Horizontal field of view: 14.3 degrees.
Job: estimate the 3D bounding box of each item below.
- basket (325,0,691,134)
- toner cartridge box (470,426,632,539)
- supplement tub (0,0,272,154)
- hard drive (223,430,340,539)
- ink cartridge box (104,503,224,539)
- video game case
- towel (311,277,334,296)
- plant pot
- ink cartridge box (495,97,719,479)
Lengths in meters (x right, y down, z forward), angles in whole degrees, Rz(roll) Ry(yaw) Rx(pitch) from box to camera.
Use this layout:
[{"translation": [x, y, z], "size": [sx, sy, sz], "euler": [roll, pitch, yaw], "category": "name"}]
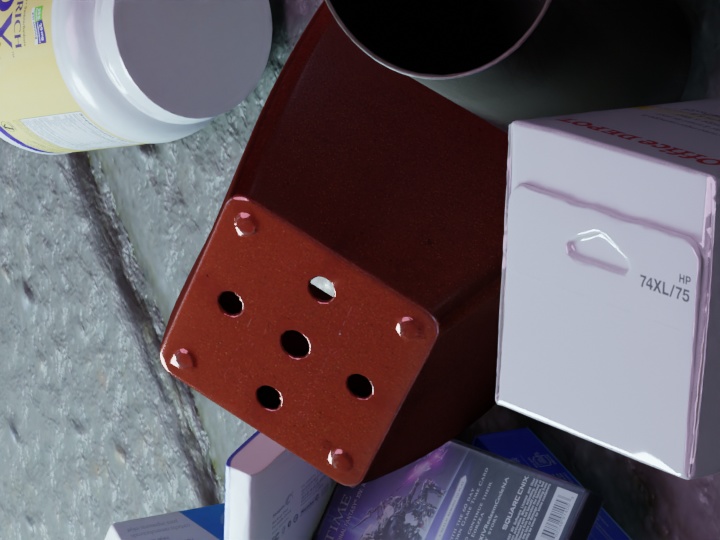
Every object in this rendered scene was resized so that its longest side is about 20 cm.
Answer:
[{"translation": [0.084, -0.140, 1.488], "size": [0.136, 0.200, 0.181], "euler": [-33, 58, 16], "category": "basket"}, {"translation": [0.122, 0.189, 1.648], "size": [0.200, 0.043, 0.095], "euler": [48, 132, 38], "category": "toner cartridge box"}, {"translation": [-0.163, -0.154, 1.888], "size": [0.199, 0.145, 0.147], "euler": [-3, 93, 53], "category": "supplement tub"}, {"translation": [-0.039, 0.166, 1.736], "size": [0.025, 0.132, 0.201], "euler": [21, 128, 25], "category": "hard drive"}, {"translation": [-0.082, 0.251, 1.873], "size": [0.200, 0.116, 0.067], "euler": [55, 135, 31], "category": "ink cartridge box"}, {"translation": [0.042, 0.169, 1.650], "size": [0.200, 0.019, 0.144], "euler": [17, 82, 51], "category": "video game case"}, {"translation": [-0.009, 0.060, 1.811], "size": [0.132, 0.034, 0.201], "euler": [-18, 83, 51], "category": "towel"}, {"translation": [0.000, 0.000, 1.602], "size": [0.199, 0.176, 0.200], "euler": [32, 128, 6], "category": "plant pot"}, {"translation": [0.187, 0.001, 1.396], "size": [0.146, 0.199, 0.147], "euler": [20, 112, 50], "category": "ink cartridge box"}]
